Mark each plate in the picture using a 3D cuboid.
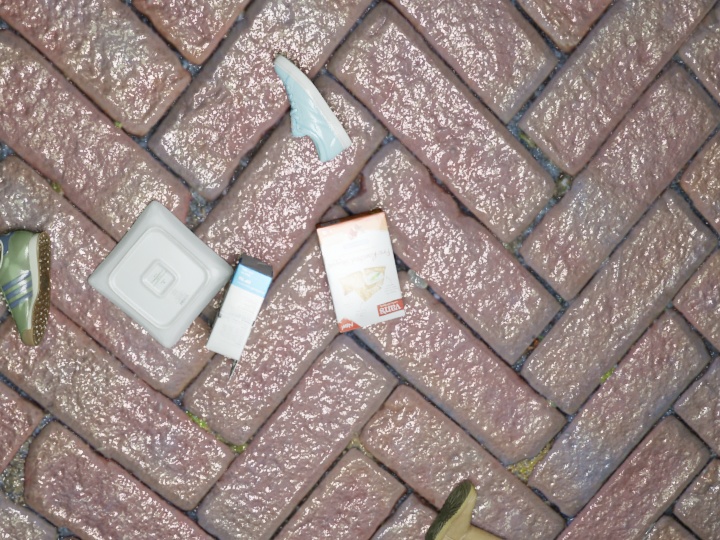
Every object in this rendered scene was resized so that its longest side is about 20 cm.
[{"bbox_3d":[-0.366,0.013,1.209,0.199,0.032,0.200,42,92,-14],"label":"plate"}]

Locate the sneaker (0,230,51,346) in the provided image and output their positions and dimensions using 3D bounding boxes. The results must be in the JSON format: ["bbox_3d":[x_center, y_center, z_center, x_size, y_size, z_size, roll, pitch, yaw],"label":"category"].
[{"bbox_3d":[-0.604,0.028,1.166,0.087,0.067,0.206,7,100,-1],"label":"sneaker"}]

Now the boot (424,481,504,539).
[{"bbox_3d":[0.256,0.553,1.385,0.197,0.066,0.177,30,108,-11],"label":"boot"}]

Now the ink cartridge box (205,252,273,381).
[{"bbox_3d":[-0.226,0.082,1.198,0.066,0.116,0.204,22,97,-10],"label":"ink cartridge box"}]

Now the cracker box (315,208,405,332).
[{"bbox_3d":[0.000,0.000,1.243,0.130,0.058,0.206,-14,103,-4],"label":"cracker box"}]

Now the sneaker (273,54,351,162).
[{"bbox_3d":[-0.101,-0.281,1.167,0.081,0.074,0.201,-39,102,-2],"label":"sneaker"}]
